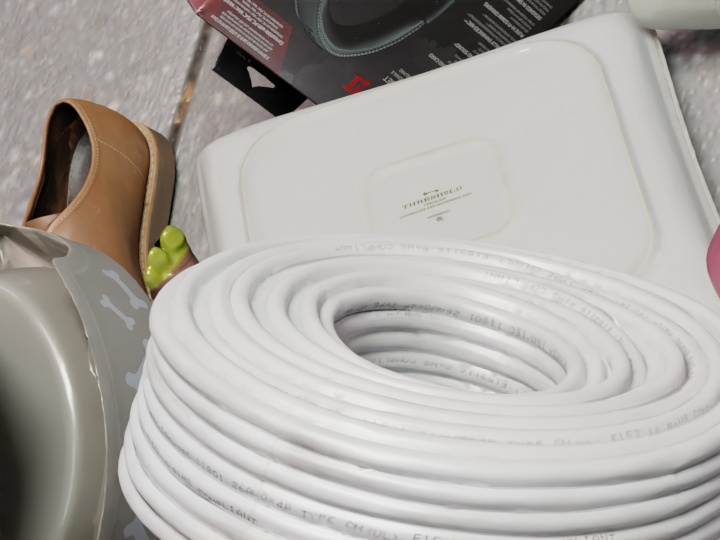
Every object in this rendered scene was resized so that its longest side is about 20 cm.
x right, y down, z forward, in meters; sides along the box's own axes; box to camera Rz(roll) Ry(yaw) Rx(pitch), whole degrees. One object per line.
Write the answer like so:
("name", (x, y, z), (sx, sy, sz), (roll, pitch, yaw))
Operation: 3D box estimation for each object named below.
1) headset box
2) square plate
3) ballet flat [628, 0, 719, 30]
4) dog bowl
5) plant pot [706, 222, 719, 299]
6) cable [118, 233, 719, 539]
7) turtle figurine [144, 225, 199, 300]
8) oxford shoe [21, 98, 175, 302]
("headset box", (0.018, -0.148, 0.963), (0.200, 0.149, 0.077), (-44, 45, 11))
("square plate", (0.035, -0.018, 0.872), (0.199, 0.028, 0.198), (-17, 43, 6))
("ballet flat", (0.195, -0.135, 0.870), (0.200, 0.069, 0.070), (-31, 50, 19))
("dog bowl", (-0.152, 0.074, 0.995), (0.200, 0.059, 0.201), (-2, 87, 45))
("plant pot", (0.212, -0.037, 0.721), (0.179, 0.200, 0.200), (-56, 42, 22))
("cable", (0.027, 0.046, 0.707), (0.200, 0.200, 0.069), (22, 113, 33))
("turtle figurine", (0.000, 0.000, 0.953), (0.161, 0.064, 0.200), (24, 84, 28))
("oxford shoe", (-0.132, 0.012, 1.057), (0.071, 0.071, 0.201), (-20, 59, 29))
